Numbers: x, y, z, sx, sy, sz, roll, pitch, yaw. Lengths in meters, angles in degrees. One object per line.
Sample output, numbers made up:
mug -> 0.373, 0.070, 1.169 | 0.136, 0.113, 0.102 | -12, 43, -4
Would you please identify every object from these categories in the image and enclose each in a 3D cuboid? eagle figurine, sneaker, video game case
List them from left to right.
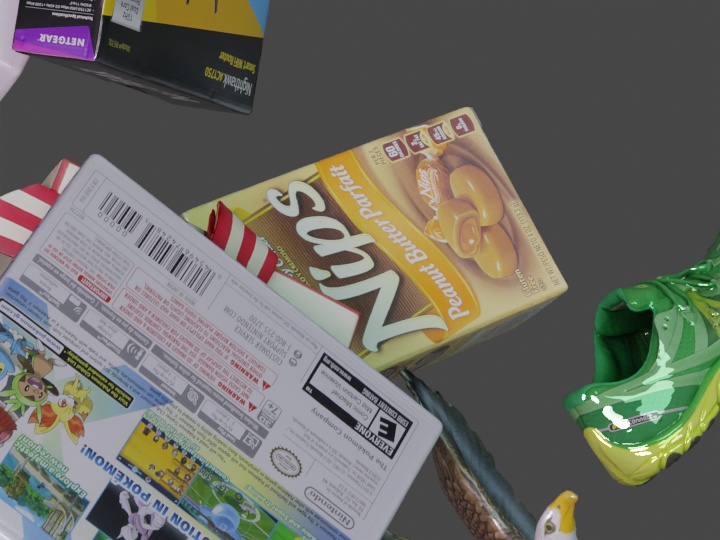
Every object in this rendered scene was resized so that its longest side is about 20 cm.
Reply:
video game case -> -0.081, 0.074, 1.258 | 0.200, 0.022, 0.183 | 38, 53, -8
eagle figurine -> 0.074, 0.155, 1.489 | 0.199, 0.152, 0.152 | 23, 10, 15
sneaker -> 0.178, 0.027, 1.627 | 0.084, 0.074, 0.200 | 43, 53, -8

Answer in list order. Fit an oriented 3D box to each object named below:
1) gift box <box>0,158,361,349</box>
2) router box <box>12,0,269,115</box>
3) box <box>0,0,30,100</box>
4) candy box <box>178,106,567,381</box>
gift box -> -0.129, 0.075, 1.360 | 0.199, 0.187, 0.185 | 24, 56, -18
router box -> -0.099, -0.165, 1.479 | 0.200, 0.051, 0.150 | 12, 87, -70
box -> -0.244, -0.180, 1.474 | 0.199, 0.106, 0.153 | 32, 55, -12
candy box -> 0.000, 0.000, 1.552 | 0.199, 0.055, 0.116 | -22, 78, -36
